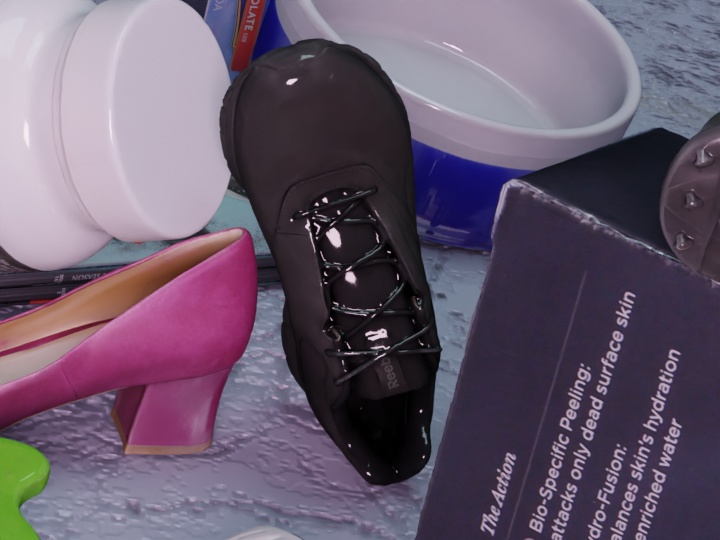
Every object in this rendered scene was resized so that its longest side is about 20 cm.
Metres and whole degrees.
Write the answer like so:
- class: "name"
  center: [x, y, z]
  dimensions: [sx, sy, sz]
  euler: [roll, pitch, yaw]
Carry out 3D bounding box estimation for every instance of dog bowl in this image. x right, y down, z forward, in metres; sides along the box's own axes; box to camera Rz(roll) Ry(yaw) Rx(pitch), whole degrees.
- class: "dog bowl"
  center: [0.043, -0.102, 1.173]
  dimensions: [0.200, 0.079, 0.200]
  euler: [17, 35, -12]

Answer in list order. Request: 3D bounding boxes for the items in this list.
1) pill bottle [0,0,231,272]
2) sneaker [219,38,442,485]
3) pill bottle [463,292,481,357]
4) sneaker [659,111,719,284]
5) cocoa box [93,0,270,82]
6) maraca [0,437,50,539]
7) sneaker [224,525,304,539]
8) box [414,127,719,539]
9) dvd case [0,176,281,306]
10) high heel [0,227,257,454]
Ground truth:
- class: "pill bottle"
  center: [-0.159, -0.056, 0.896]
  dimensions: [0.200, 0.117, 0.116]
  euler: [-2, 17, 26]
- class: "sneaker"
  center: [0.000, 0.000, 0.860]
  dimensions: [0.076, 0.200, 0.091]
  euler: [-19, 41, -3]
- class: "pill bottle"
  center: [0.154, 0.048, 0.915]
  dimensions: [0.200, 0.120, 0.120]
  euler: [26, 27, 23]
- class: "sneaker"
  center: [0.190, -0.016, 0.659]
  dimensions: [0.200, 0.067, 0.091]
  euler: [14, 25, 5]
- class: "cocoa box"
  center: [-0.087, -0.218, 1.249]
  dimensions: [0.131, 0.200, 0.133]
  euler: [3, 28, -25]
- class: "maraca"
  center: [-0.195, 0.054, 0.734]
  dimensions: [0.200, 0.107, 0.137]
  euler: [33, 47, 22]
- class: "sneaker"
  center: [-0.007, 0.152, 0.684]
  dimensions: [0.085, 0.075, 0.200]
  euler: [-17, 30, -39]
- class: "box"
  center: [0.132, 0.084, 0.732]
  dimensions: [0.200, 0.197, 0.117]
  euler: [26, 27, 26]
- class: "dvd case"
  center: [-0.129, -0.030, 1.046]
  dimensions: [0.200, 0.022, 0.146]
  euler: [-3, 30, -34]
- class: "high heel"
  center: [-0.136, 0.023, 0.839]
  dimensions: [0.200, 0.096, 0.067]
  euler: [4, 27, -20]
